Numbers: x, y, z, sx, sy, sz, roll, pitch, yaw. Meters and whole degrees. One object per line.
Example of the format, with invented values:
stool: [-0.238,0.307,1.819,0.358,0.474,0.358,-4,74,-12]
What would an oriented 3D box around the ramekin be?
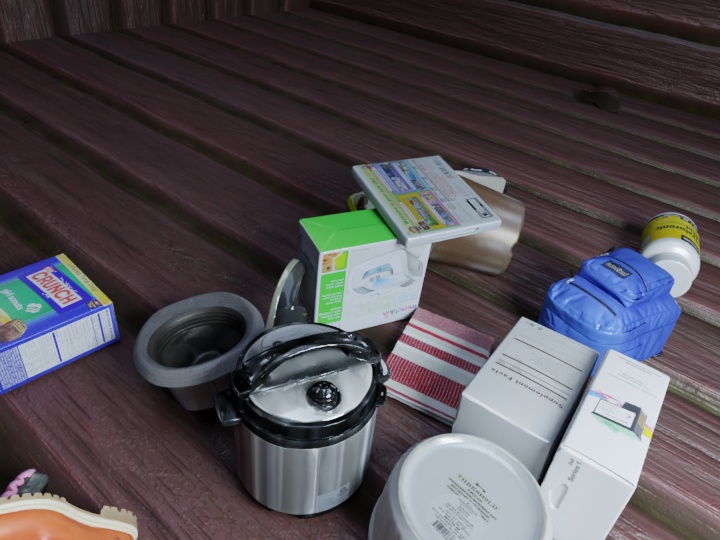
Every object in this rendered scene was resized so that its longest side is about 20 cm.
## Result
ramekin: [0.110,0.274,0.588,0.196,0.107,0.202,5,35,-4]

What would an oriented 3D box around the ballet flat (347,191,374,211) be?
ballet flat: [0.014,-0.132,1.184,0.065,0.068,0.201,-2,35,-11]

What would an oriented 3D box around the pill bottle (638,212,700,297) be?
pill bottle: [0.625,-0.030,1.110,0.110,0.113,0.200,20,37,18]

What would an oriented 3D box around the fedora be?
fedora: [-0.213,0.119,0.751,0.174,0.092,0.199,-20,29,-22]

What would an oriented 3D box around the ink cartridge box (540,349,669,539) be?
ink cartridge box: [0.290,0.217,0.665,0.083,0.147,0.199,26,39,26]

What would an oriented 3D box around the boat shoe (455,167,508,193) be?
boat shoe: [0.261,-0.220,1.361,0.196,0.076,0.093,4,27,-18]

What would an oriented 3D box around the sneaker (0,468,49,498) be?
sneaker: [-0.328,0.290,0.531,0.094,0.080,0.201,21,28,-24]

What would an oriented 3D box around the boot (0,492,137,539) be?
boot: [-0.278,0.265,0.481,0.075,0.200,0.108,-36,49,13]

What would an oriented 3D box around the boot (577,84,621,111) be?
boot: [0.985,-0.687,2.167,0.198,0.065,0.186,-19,44,-40]

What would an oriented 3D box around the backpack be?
backpack: [0.391,0.063,0.891,0.197,0.171,0.162,-17,34,-25]

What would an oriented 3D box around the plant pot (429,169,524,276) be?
plant pot: [0.199,-0.089,1.061,0.195,0.203,0.201,19,35,3]

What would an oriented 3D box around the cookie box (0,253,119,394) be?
cookie box: [-0.486,0.073,0.791,0.170,0.076,0.199,30,40,31]

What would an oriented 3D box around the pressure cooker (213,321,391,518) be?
pressure cooker: [-0.061,0.158,0.637,0.175,0.203,0.176,17,36,15]

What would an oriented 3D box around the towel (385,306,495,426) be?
towel: [0.119,0.144,0.850,0.142,0.023,0.200,21,39,16]

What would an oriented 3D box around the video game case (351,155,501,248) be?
video game case: [0.104,-0.120,0.898,0.179,0.022,0.201,-12,47,-25]

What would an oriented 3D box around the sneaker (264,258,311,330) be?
sneaker: [-0.086,0.087,0.809,0.104,0.075,0.204,14,70,-2]

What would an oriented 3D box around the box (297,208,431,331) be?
box: [0.000,0.000,0.895,0.196,0.179,0.097,-10,39,-24]

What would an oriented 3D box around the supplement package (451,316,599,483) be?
supplement package: [0.217,0.179,0.728,0.118,0.123,0.199,26,39,27]
